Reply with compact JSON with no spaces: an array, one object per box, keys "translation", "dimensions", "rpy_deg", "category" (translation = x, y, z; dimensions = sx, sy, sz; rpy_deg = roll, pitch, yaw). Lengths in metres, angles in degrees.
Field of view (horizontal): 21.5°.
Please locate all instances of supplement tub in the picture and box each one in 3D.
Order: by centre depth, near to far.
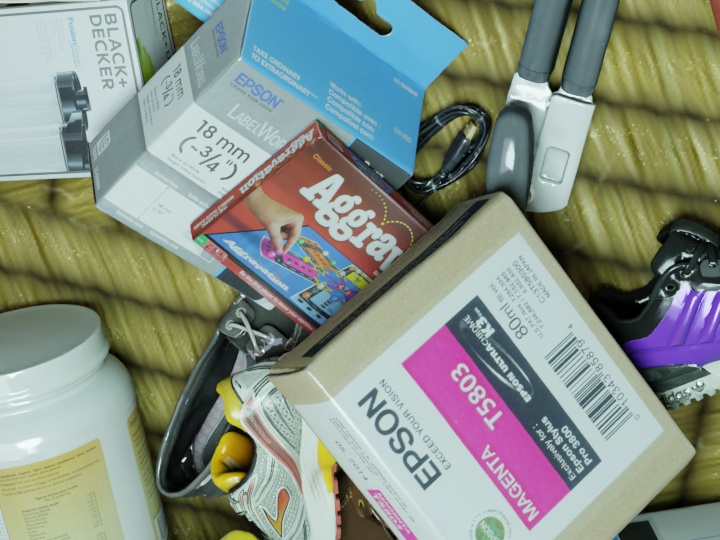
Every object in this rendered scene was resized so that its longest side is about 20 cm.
[{"translation":[-0.211,0.138,1.271],"dimensions":[0.143,0.145,0.202],"rpy_deg":[-4,110,18],"category":"supplement tub"}]

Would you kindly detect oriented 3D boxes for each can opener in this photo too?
[{"translation":[0.115,-0.119,1.108],"dimensions":[0.053,0.067,0.202],"rpy_deg":[17,118,8],"category":"can opener"}]

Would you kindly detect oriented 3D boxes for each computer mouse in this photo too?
[{"translation":[0.029,-0.017,1.196],"dimensions":[0.058,0.034,0.201],"rpy_deg":[26,116,6],"category":"computer mouse"}]

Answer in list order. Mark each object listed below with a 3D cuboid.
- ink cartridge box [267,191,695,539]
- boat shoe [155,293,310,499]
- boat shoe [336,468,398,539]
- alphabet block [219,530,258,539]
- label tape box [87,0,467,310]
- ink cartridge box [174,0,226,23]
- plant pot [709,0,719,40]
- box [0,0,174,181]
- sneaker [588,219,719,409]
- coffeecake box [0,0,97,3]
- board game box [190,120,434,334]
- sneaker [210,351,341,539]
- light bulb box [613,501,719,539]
[{"translation":[0.073,0.083,1.106],"dimensions":[0.200,0.165,0.075],"rpy_deg":[52,161,-10],"category":"ink cartridge box"},{"translation":[-0.079,0.073,1.244],"dimensions":[0.067,0.057,0.201],"rpy_deg":[40,121,26],"category":"boat shoe"},{"translation":[0.025,0.145,1.245],"dimensions":[0.072,0.068,0.200],"rpy_deg":[38,117,-2],"category":"boat shoe"},{"translation":[-0.086,0.325,1.222],"dimensions":[0.196,0.195,0.201],"rpy_deg":[41,154,18],"category":"alphabet block"},{"translation":[-0.046,-0.087,1.131],"dimensions":[0.144,0.064,0.200],"rpy_deg":[31,117,-33],"category":"label tape box"},{"translation":[-0.068,-0.256,1.106],"dimensions":[0.115,0.067,0.201],"rpy_deg":[36,118,1],"category":"ink cartridge box"},{"translation":[0.269,-0.139,0.995],"dimensions":[0.199,0.201,0.197],"rpy_deg":[-5,119,19],"category":"plant pot"},{"translation":[-0.217,-0.121,1.212],"dimensions":[0.198,0.060,0.118],"rpy_deg":[-1,112,17],"category":"box"},{"translation":[0.222,0.009,1.128],"dimensions":[0.199,0.070,0.100],"rpy_deg":[-26,100,24],"category":"sneaker"},{"translation":[-0.200,-0.276,1.091],"dimensions":[0.153,0.073,0.202],"rpy_deg":[41,128,46],"category":"coffeecake box"},{"translation":[0.000,0.000,1.159],"dimensions":[0.103,0.020,0.200],"rpy_deg":[-39,127,16],"category":"board game box"},{"translation":[-0.059,0.130,1.226],"dimensions":[0.081,0.078,0.201],"rpy_deg":[-11,130,-14],"category":"sneaker"},{"translation":[0.204,0.262,1.174],"dimensions":[0.198,0.125,0.200],"rpy_deg":[-7,110,-3],"category":"light bulb box"}]
